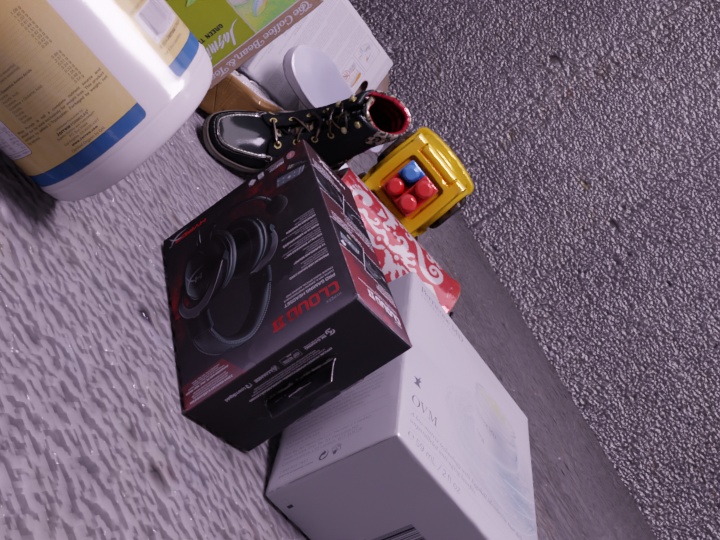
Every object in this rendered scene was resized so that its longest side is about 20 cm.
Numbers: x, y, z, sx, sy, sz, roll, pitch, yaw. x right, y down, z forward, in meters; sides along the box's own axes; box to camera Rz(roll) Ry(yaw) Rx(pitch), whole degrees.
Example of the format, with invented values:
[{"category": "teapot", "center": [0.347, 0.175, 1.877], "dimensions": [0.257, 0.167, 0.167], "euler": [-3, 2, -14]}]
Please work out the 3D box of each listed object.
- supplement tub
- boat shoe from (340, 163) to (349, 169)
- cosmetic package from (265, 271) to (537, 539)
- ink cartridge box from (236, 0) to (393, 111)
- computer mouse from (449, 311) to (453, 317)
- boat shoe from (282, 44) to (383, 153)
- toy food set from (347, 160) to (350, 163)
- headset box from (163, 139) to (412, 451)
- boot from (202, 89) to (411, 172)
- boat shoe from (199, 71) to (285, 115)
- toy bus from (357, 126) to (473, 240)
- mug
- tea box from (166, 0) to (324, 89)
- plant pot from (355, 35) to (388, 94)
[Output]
[{"category": "supplement tub", "center": [-0.206, -0.158, 0.529], "dimensions": [0.200, 0.144, 0.145], "euler": [50, 15, -29]}, {"category": "boat shoe", "center": [-0.025, -0.054, 1.116], "dimensions": [0.066, 0.070, 0.201], "euler": [-46, 133, -34]}, {"category": "cosmetic package", "center": [0.046, 0.148, 0.695], "dimensions": [0.200, 0.123, 0.200], "euler": [51, 24, -24]}, {"category": "ink cartridge box", "center": [-0.058, -0.271, 1.095], "dimensions": [0.050, 0.163, 0.200], "euler": [30, -7, 37]}, {"category": "computer mouse", "center": [0.062, 0.066, 1.133], "dimensions": [0.044, 0.110, 0.200], "euler": [26, 13, -22]}, {"category": "boat shoe", "center": [-0.045, -0.204, 1.058], "dimensions": [0.200, 0.065, 0.074], "euler": [43, 57, -47]}, {"category": "toy food set", "center": [-0.046, -0.254, 1.316], "dimensions": [0.048, 0.200, 0.198], "euler": [-3, 44, -32]}, {"category": "headset box", "center": [-0.060, 0.022, 0.627], "dimensions": [0.077, 0.149, 0.200], "euler": [44, 19, -41]}, {"category": "boot", "center": [-0.058, -0.162, 0.950], "dimensions": [0.203, 0.153, 0.074], "euler": [4, 75, -44]}, {"category": "boat shoe", "center": [-0.140, -0.200, 1.033], "dimensions": [0.200, 0.071, 0.069], "euler": [42, 13, -52]}, {"category": "toy bus", "center": [0.051, -0.096, 1.175], "dimensions": [0.136, 0.200, 0.192], "euler": [51, 11, -3]}, {"category": "mug", "center": [0.009, -0.008, 1.000], "dimensions": [0.200, 0.133, 0.178], "euler": [50, 12, -14]}, {"category": "tea box", "center": [-0.181, -0.312, 0.862], "dimensions": [0.197, 0.200, 0.134], "euler": [39, 21, -51]}, {"category": "plant pot", "center": [-0.090, -0.271, 1.188], "dimensions": [0.173, 0.200, 0.201], "euler": [8, 47, -50]}]
